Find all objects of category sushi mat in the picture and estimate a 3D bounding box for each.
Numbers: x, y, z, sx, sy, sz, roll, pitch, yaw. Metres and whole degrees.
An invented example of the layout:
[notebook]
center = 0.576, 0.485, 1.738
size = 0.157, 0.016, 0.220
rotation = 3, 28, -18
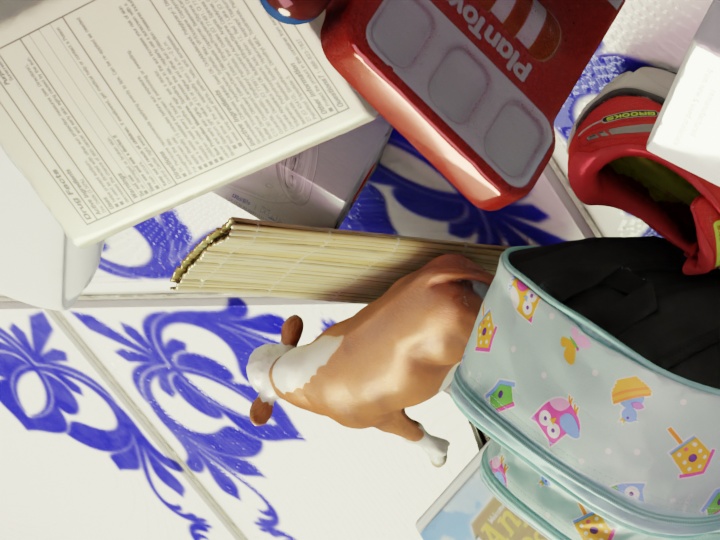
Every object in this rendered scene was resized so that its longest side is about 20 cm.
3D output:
[sushi mat]
center = 0.000, 0.000, 1.379
size = 0.199, 0.012, 0.096
rotation = 5, 159, -23

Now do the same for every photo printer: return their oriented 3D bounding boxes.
[photo printer]
center = -0.236, -0.062, 1.540
size = 0.166, 0.070, 0.200
rotation = 27, 148, 8

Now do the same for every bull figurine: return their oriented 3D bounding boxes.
[bull figurine]
center = 0.024, 0.053, 1.392
size = 0.121, 0.066, 0.200
rotation = 23, 147, -27

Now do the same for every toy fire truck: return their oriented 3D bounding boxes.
[toy fire truck]
center = 0.033, -0.147, 1.094
size = 0.200, 0.168, 0.112
rotation = 43, 147, -19

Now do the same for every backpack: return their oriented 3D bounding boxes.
[backpack]
center = 0.141, 0.066, 1.224
size = 0.176, 0.154, 0.199
rotation = 37, -165, 32

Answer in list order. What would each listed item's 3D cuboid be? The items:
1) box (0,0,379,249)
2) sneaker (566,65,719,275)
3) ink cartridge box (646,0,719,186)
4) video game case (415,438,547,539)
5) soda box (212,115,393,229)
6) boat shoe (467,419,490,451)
[box]
center = -0.085, -0.117, 1.230
size = 0.199, 0.109, 0.128
rotation = -21, 113, 32
[sneaker]
center = 0.191, -0.023, 1.203
size = 0.199, 0.085, 0.077
rotation = 23, 138, 13
[ink cartridge box]
center = 0.243, -0.078, 1.032
size = 0.199, 0.145, 0.084
rotation = 27, 148, 6
[video game case]
center = 0.131, 0.162, 1.393
size = 0.183, 0.022, 0.200
rotation = 56, 134, 20
[soda box]
center = -0.085, -0.095, 1.366
size = 0.199, 0.068, 0.064
rotation = 31, 149, 2
[boat shoe]
center = 0.111, 0.116, 1.499
size = 0.065, 0.073, 0.201
rotation = 11, 134, 38
